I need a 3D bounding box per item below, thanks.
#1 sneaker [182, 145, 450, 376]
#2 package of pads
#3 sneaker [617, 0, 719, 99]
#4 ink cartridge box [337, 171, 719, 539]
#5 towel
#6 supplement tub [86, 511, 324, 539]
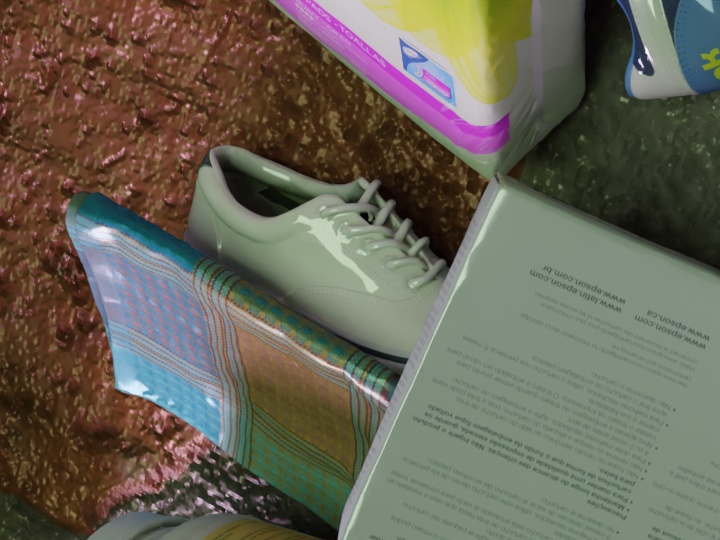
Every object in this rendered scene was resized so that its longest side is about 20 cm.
[{"bbox_3d":[0.000,0.000,0.850,0.200,0.073,0.071,19,122,29],"label":"sneaker"},{"bbox_3d":[0.013,-0.141,0.763,0.068,0.200,0.154,-42,69,-14],"label":"package of pads"},{"bbox_3d":[0.103,-0.158,0.772,0.082,0.074,0.200,-27,81,33],"label":"sneaker"},{"bbox_3d":[0.101,0.092,0.759,0.199,0.041,0.200,24,97,-2],"label":"ink cartridge box"},{"bbox_3d":[-0.043,0.054,0.870,0.200,0.022,0.147,31,151,25],"label":"towel"},{"bbox_3d":[-0.029,0.188,0.856,0.200,0.145,0.146,12,103,30],"label":"supplement tub"}]
